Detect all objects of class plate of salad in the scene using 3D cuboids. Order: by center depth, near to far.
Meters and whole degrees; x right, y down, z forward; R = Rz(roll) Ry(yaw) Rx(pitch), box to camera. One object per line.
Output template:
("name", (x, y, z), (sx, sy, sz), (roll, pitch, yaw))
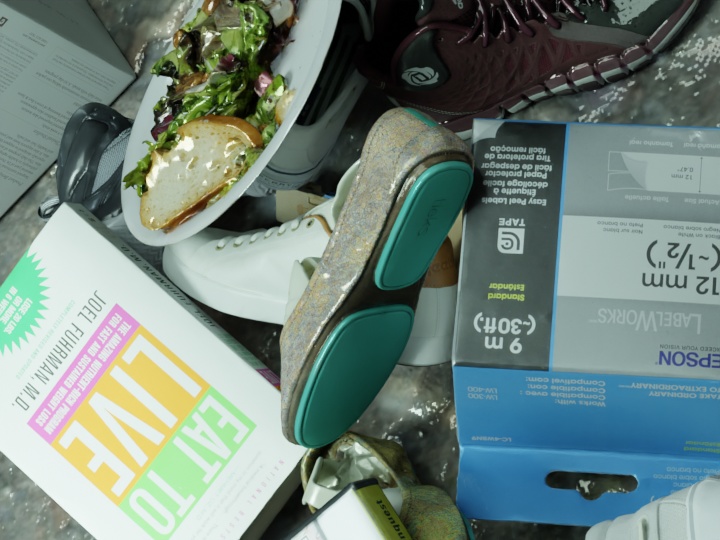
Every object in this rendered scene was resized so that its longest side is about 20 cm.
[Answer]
("plate of salad", (-0.079, -0.107, 1.606), (0.200, 0.048, 0.201), (-41, 33, 35))

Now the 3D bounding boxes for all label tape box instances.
("label tape box", (0.122, 0.027, 1.502), (0.143, 0.066, 0.201), (3, 71, 8))

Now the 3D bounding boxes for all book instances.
("book", (-0.127, 0.076, 1.648), (0.200, 0.048, 0.134), (40, 101, 15))

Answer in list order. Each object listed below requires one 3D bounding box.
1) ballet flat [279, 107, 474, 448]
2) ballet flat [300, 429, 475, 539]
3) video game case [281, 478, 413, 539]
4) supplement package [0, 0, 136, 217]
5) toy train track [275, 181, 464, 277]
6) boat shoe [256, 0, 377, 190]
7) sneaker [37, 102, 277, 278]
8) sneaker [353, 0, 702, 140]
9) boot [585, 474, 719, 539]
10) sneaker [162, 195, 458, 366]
("ballet flat", (0.000, 0.000, 1.533), (0.067, 0.068, 0.200), (50, 124, 36))
("ballet flat", (0.006, 0.128, 1.517), (0.071, 0.071, 0.200), (-56, 16, 5))
("video game case", (-0.019, 0.232, 1.446), (0.200, 0.025, 0.181), (-41, 72, 26))
("supplement package", (-0.279, -0.121, 1.812), (0.200, 0.152, 0.151), (-44, 54, 14))
("toy train track", (0.029, -0.020, 1.634), (0.200, 0.032, 0.115), (18, 115, 44))
("boat shoe", (-0.011, -0.137, 1.654), (0.067, 0.073, 0.201), (126, 161, -58))
("sneaker", (-0.107, -0.076, 1.725), (0.200, 0.076, 0.114), (-41, 42, 1))
("sneaker", (0.084, -0.139, 1.589), (0.200, 0.115, 0.076), (-30, 58, 23))
("boot", (0.154, 0.202, 1.403), (0.095, 0.073, 0.201), (-23, 53, 33))
("sneaker", (-0.024, -0.012, 1.625), (0.199, 0.073, 0.085), (15, 111, 34))
